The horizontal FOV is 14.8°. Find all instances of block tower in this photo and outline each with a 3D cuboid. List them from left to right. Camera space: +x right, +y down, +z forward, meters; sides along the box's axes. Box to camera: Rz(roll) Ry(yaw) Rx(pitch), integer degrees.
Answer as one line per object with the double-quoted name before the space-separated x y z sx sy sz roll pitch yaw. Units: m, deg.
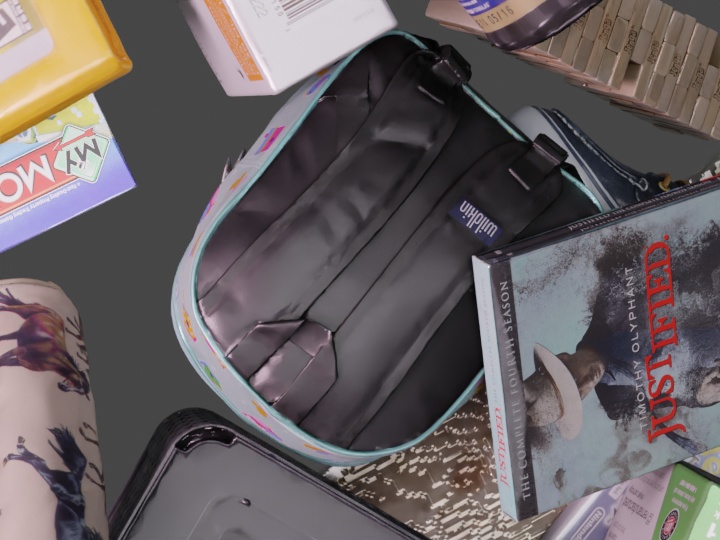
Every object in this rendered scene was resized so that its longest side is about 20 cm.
"block tower" 0.125 -0.123 1.445 0.199 0.054 0.058 19 89 -44

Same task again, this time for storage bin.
"storage bin" -0.042 0.176 1.465 0.199 0.094 0.136 31 88 -9

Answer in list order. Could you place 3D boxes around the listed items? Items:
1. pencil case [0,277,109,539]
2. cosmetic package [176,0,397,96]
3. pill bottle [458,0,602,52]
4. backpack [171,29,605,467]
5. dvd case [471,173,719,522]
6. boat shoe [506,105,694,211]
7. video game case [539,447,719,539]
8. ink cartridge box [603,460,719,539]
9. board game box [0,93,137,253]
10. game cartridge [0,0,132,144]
"pencil case" -0.172 0.109 1.401 0.078 0.089 0.201 17 51 -39
"cosmetic package" -0.050 -0.147 1.392 0.071 0.200 0.102 -30 97 -6
"pill bottle" 0.045 -0.207 1.252 0.112 0.112 0.200 -42 101 -5
"backpack" 0.000 0.000 1.429 0.176 0.153 0.200 42 70 -9
"dvd case" 0.153 0.032 1.420 0.199 0.022 0.147 -17 114 -22
"boat shoe" 0.168 -0.028 1.497 0.091 0.071 0.200 -40 94 -8
"video game case" 0.216 0.149 1.540 0.182 0.023 0.200 41 86 -9
"ink cartridge box" 0.159 0.206 1.451 0.084 0.145 0.201 24 90 -9
"board game box" -0.235 -0.061 1.454 0.199 0.029 0.135 -26 96 -7
"game cartridge" -0.238 -0.132 1.391 0.199 0.032 0.177 -28 85 10
